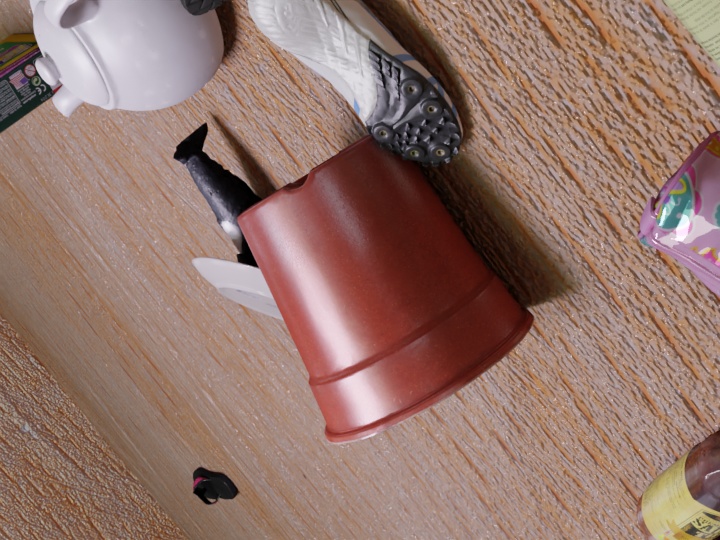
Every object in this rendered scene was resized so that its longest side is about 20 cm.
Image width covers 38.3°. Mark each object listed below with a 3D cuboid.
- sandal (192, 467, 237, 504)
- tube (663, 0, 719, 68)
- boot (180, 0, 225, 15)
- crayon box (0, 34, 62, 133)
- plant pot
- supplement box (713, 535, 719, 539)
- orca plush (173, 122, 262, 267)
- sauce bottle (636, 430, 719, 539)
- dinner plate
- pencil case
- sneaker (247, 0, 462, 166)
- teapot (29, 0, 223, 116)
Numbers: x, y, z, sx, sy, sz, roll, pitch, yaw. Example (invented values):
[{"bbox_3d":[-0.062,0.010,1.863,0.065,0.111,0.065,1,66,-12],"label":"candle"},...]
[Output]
[{"bbox_3d":[-0.304,0.438,2.080,0.075,0.045,0.199,52,154,-8],"label":"sandal"},{"bbox_3d":[0.172,-0.157,0.525,0.200,0.052,0.058,47,-164,-4],"label":"tube"},{"bbox_3d":[-0.151,-0.314,0.810,0.131,0.067,0.201,43,150,29],"label":"boot"},{"bbox_3d":[-0.454,-0.210,1.250,0.171,0.200,0.059,13,139,50],"label":"crayon box"},{"bbox_3d":[0.009,0.002,0.849,0.197,0.200,0.200,60,153,-5],"label":"plant pot"},{"bbox_3d":[0.334,0.293,0.780,0.197,0.133,0.201,42,153,14],"label":"supplement box"},{"bbox_3d":[-0.107,-0.069,1.089,0.202,0.070,0.105,60,-163,-13],"label":"orca plush"},{"bbox_3d":[0.269,0.159,0.777,0.066,0.066,0.201,41,155,15],"label":"sauce bottle"},{"bbox_3d":[-0.085,0.030,1.090,0.197,0.025,0.200,18,168,4],"label":"dinner plate"},{"bbox_3d":[0.252,0.010,0.580,0.200,0.087,0.088,42,154,14],"label":"pencil case"},{"bbox_3d":[0.003,-0.160,0.776,0.200,0.073,0.072,41,127,-11],"label":"sneaker"},{"bbox_3d":[-0.226,-0.218,0.926,0.197,0.146,0.201,32,153,40],"label":"teapot"}]
